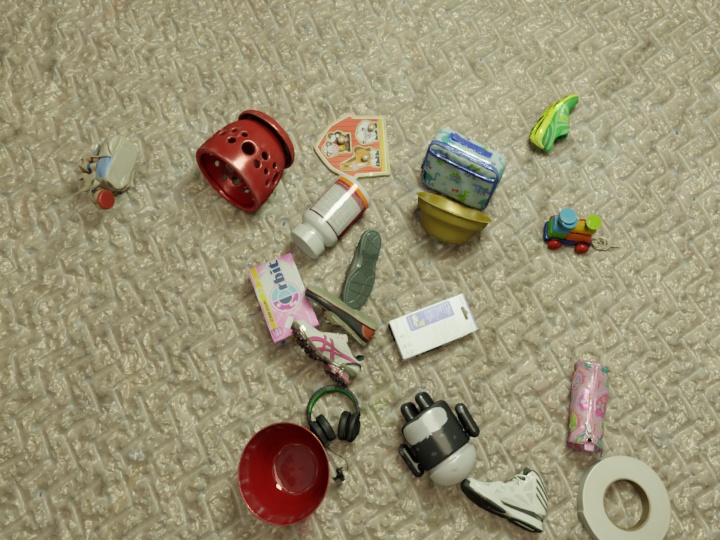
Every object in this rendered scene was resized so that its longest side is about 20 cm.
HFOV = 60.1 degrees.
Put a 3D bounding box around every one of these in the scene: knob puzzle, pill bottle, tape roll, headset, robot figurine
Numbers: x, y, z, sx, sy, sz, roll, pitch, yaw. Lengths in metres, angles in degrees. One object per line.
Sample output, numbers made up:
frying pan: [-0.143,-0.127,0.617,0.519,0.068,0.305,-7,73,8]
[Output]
knob puzzle: [-0.024,-0.331,1.642,0.214,0.031,0.224,0,71,-1]
pill bottle: [-0.075,-0.131,1.529,0.109,0.110,0.200,39,75,11]
tape roll: [0.577,0.513,1.366,0.198,0.037,0.207,1,71,-2]
headset: [-0.055,0.360,1.393,0.121,0.095,0.203,-9,56,0]
robot figurine: [0.168,0.367,1.360,0.123,0.151,0.202,-20,69,-39]

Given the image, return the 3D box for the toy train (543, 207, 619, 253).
toy train: [0.565,-0.100,1.536,0.195,0.116,0.086,9,71,1]

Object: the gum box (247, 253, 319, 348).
gum box: [-0.184,0.067,1.479,0.112,0.066,0.203,-21,73,-10]

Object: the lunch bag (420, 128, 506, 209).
lunch bag: [0.253,-0.254,1.552,0.197,0.162,0.083,28,56,8]

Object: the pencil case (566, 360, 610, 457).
pencil case: [0.517,0.310,1.410,0.086,0.088,0.204,13,70,3]

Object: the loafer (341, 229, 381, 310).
loafer: [0.000,0.000,1.519,0.071,0.063,0.204,20,84,-22]

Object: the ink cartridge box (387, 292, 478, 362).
ink cartridge box: [0.172,0.135,1.483,0.196,0.039,0.101,-19,72,-7]

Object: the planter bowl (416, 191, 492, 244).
planter bowl: [0.216,-0.118,1.525,0.197,0.200,0.085,22,106,5]

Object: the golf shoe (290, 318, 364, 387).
golf shoe: [-0.076,0.171,1.422,0.200,0.072,0.093,46,68,-20]

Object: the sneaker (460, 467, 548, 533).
sneaker: [0.320,0.475,1.362,0.198,0.076,0.117,28,63,-1]

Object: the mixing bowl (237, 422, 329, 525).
mixing bowl: [-0.151,0.426,1.325,0.196,0.108,0.205,-2,79,9]

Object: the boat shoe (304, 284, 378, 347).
boat shoe: [-0.052,0.105,1.450,0.198,0.071,0.063,33,101,-12]

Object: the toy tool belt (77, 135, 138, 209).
toy tool belt: [-0.643,-0.239,1.559,0.121,0.125,0.204,-2,64,31]

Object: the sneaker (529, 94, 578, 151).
sneaker: [0.527,-0.395,1.671,0.084,0.074,0.201,45,70,-13]

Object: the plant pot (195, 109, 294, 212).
plant pot: [-0.276,-0.278,1.532,0.198,0.201,0.184,32,65,9]
